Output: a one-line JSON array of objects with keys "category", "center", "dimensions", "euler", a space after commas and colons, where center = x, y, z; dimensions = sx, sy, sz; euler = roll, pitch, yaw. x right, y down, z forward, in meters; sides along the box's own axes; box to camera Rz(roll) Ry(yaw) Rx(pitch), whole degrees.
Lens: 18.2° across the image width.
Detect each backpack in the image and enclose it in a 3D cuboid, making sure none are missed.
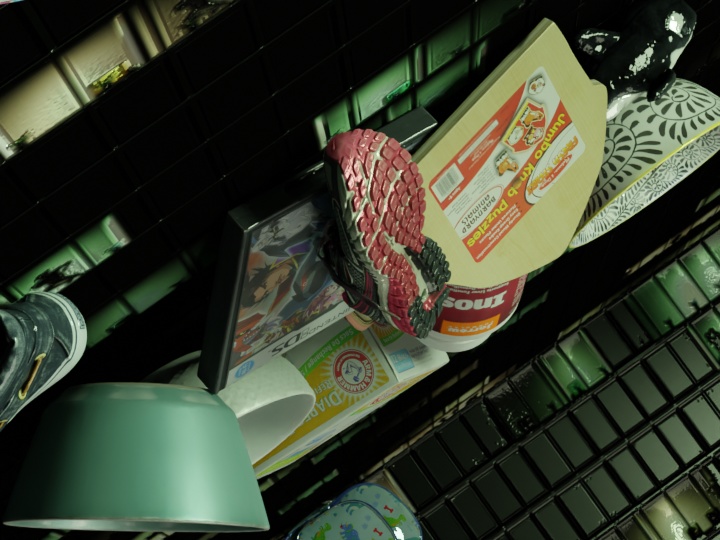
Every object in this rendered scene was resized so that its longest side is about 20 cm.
[{"category": "backpack", "center": [-0.004, 0.442, 3.597], "dimensions": [0.200, 0.183, 0.147], "euler": [-39, 172, -13]}]

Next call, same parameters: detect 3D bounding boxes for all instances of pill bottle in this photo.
[{"category": "pill bottle", "center": [0.083, -0.012, 1.836], "dimensions": [0.113, 0.113, 0.200], "euler": [-33, 159, -18]}]

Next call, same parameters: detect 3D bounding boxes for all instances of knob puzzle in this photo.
[{"category": "knob puzzle", "center": [0.110, -0.071, 1.682], "dimensions": [0.219, 0.030, 0.220], "euler": [-25, 132, -31]}]

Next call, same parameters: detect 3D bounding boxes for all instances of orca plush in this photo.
[{"category": "orca plush", "center": [0.172, -0.160, 1.749], "dimensions": [0.200, 0.071, 0.105], "euler": [-32, -145, 4]}]

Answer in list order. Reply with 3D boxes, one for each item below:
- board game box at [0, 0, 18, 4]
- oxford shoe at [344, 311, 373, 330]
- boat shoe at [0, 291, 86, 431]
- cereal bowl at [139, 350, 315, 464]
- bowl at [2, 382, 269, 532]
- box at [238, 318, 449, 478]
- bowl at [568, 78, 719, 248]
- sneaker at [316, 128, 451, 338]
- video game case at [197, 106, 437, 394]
[{"category": "board game box", "center": [-0.147, -0.137, 0.740], "dimensions": [0.153, 0.040, 0.200], "euler": [-42, 168, 34]}, {"category": "oxford shoe", "center": [0.000, 0.000, 1.828], "dimensions": [0.074, 0.071, 0.200], "euler": [-40, 170, 8]}, {"category": "boat shoe", "center": [-0.259, 0.087, 1.370], "dimensions": [0.200, 0.071, 0.091], "euler": [-46, 167, 17]}, {"category": "cereal bowl", "center": [-0.142, 0.125, 1.870], "dimensions": [0.200, 0.083, 0.200], "euler": [-31, 166, -9]}, {"category": "bowl", "center": [-0.167, 0.142, 1.687], "dimensions": [0.200, 0.105, 0.201], "euler": [0, 170, 0]}, {"category": "box", "center": [-0.041, 0.094, 1.987], "dimensions": [0.200, 0.101, 0.112], "euler": [-34, 172, 25]}, {"category": "bowl", "center": [0.243, -0.116, 2.036], "dimensions": [0.201, 0.094, 0.201], "euler": [-35, 170, -7]}, {"category": "sneaker", "center": [0.003, -0.022, 1.567], "dimensions": [0.081, 0.075, 0.200], "euler": [-61, 152, -29]}, {"category": "video game case", "center": [-0.033, -0.013, 1.641], "dimensions": [0.181, 0.026, 0.200], "euler": [-30, 154, -29]}]
